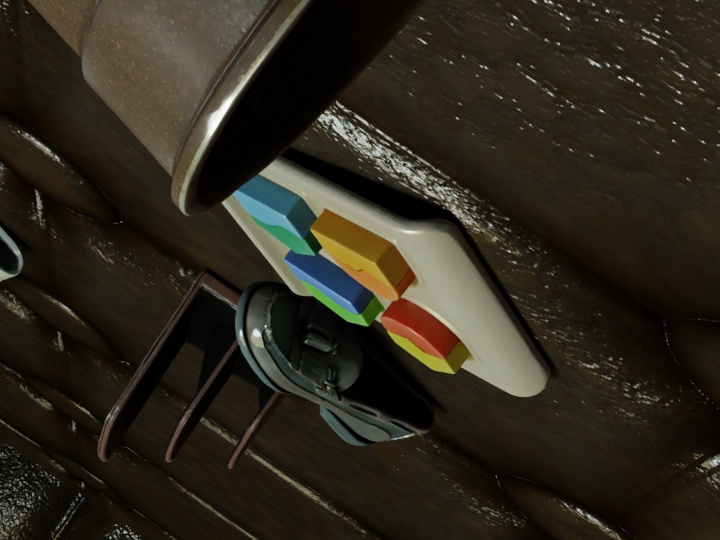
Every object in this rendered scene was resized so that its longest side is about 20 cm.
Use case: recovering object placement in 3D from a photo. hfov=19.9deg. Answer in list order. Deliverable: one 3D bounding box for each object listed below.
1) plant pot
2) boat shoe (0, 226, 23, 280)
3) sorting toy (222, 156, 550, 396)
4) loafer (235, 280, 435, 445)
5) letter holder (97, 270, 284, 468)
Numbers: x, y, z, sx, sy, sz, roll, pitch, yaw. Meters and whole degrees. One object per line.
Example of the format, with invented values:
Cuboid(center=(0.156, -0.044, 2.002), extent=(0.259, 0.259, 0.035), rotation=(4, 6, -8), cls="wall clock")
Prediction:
Cuboid(center=(-0.056, -0.157, 0.606), extent=(0.198, 0.200, 0.200), rotation=(42, 165, 3), cls="plant pot")
Cuboid(center=(-0.367, -0.056, 1.771), extent=(0.062, 0.072, 0.200), rotation=(-9, 143, 33), cls="boat shoe")
Cuboid(center=(0.000, 0.000, 1.205), extent=(0.199, 0.037, 0.185), rotation=(23, 160, 37), cls="sorting toy")
Cuboid(center=(-0.012, 0.062, 1.387), extent=(0.063, 0.072, 0.200), rotation=(1, 155, 29), cls="loafer")
Cuboid(center=(-0.125, 0.105, 1.575), extent=(0.100, 0.142, 0.200), rotation=(34, 164, 1), cls="letter holder")
